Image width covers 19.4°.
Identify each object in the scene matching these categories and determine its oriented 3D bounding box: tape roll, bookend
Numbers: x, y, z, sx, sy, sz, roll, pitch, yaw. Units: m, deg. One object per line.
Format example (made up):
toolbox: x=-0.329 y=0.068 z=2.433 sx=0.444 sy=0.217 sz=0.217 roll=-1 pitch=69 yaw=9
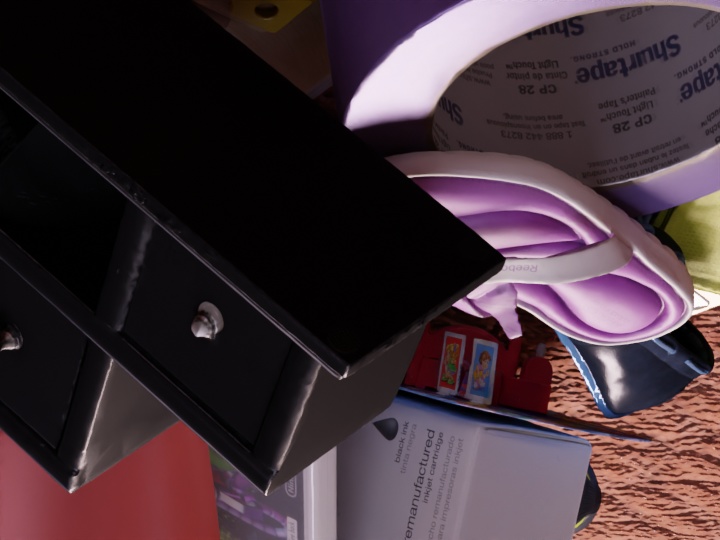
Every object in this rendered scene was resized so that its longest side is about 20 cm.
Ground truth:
tape roll: x=0.085 y=-0.098 z=0.799 sx=0.199 sy=0.085 sz=0.200 roll=-8 pitch=154 yaw=-4
bookend: x=-0.075 y=0.020 z=0.800 sx=0.199 sy=0.092 sz=0.201 roll=40 pitch=135 yaw=18

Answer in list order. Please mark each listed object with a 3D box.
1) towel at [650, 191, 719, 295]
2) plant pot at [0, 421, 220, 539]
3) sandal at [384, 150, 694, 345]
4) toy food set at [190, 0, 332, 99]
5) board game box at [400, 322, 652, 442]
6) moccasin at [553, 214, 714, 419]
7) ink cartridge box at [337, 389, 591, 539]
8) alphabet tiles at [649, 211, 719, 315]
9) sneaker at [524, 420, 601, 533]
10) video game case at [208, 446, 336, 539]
towel: x=0.193 y=-0.039 z=0.962 sx=0.086 sy=0.018 sz=0.200 roll=15 pitch=148 yaw=-5
plant pot: x=-0.149 y=0.115 z=0.962 sx=0.199 sy=0.201 sz=0.178 roll=8 pitch=114 yaw=4
sandal: x=0.069 y=0.001 z=0.840 sx=0.202 sy=0.050 sz=0.082 roll=17 pitch=142 yaw=-40
toy food set: x=-0.062 y=-0.134 z=0.823 sx=0.199 sy=0.061 sz=0.143 roll=22 pitch=140 yaw=-34
board game box: x=0.060 y=0.049 z=1.100 sx=0.157 sy=0.039 sz=0.199 roll=13 pitch=180 yaw=-41
moccasin: x=0.118 y=-0.003 z=0.979 sx=0.068 sy=0.081 sz=0.200 roll=-19 pitch=149 yaw=11
ink cartridge box: x=0.012 y=0.136 z=1.107 sx=0.084 sy=0.147 sz=0.200 roll=11 pitch=180 yaw=-39
alphabet tiles: x=0.150 y=-0.034 z=1.005 sx=0.167 sy=0.008 sz=0.200 roll=32 pitch=142 yaw=-31
sneaker: x=0.064 y=0.110 z=1.182 sx=0.081 sy=0.074 sz=0.199 roll=8 pitch=180 yaw=-41
video game case: x=-0.090 y=0.112 z=1.050 sx=0.181 sy=0.023 sz=0.201 roll=22 pitch=129 yaw=29
